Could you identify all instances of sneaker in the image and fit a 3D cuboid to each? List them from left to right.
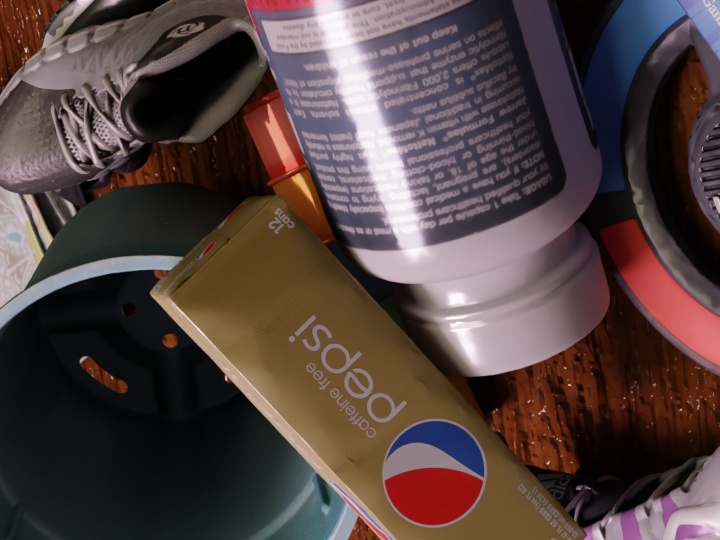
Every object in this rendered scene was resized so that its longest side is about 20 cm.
[{"bbox_3d":[-0.141,-0.108,0.940,0.088,0.076,0.200,48,142,-2],"label":"sneaker"},{"bbox_3d":[-0.123,-0.085,0.821,0.200,0.116,0.075,-29,109,17],"label":"sneaker"},{"bbox_3d":[0.115,0.112,0.751,0.140,0.078,0.200,41,132,25],"label":"sneaker"}]

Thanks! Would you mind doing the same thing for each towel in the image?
[{"bbox_3d":[-0.239,-0.007,1.095,0.200,0.048,0.171,-33,80,49],"label":"towel"}]

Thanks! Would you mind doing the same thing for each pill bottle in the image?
[{"bbox_3d":[0.033,-0.062,0.675,0.120,0.120,0.200,3,121,46],"label":"pill bottle"}]

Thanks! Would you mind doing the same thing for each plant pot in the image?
[{"bbox_3d":[-0.103,0.052,0.834,0.196,0.200,0.200,-104,9,-68],"label":"plant pot"}]

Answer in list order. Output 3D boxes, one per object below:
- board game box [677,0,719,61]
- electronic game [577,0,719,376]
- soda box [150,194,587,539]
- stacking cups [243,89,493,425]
[{"bbox_3d":[0.203,-0.128,0.544,0.199,0.043,0.200,-40,77,34],"label":"board game box"},{"bbox_3d":[0.167,-0.041,0.653,0.200,0.042,0.200,21,122,38],"label":"electronic game"},{"bbox_3d":[0.002,0.060,0.695,0.200,0.064,0.068,47,170,-10],"label":"soda box"},{"bbox_3d":[0.000,0.000,0.821,0.060,0.060,0.200,-19,98,49],"label":"stacking cups"}]
